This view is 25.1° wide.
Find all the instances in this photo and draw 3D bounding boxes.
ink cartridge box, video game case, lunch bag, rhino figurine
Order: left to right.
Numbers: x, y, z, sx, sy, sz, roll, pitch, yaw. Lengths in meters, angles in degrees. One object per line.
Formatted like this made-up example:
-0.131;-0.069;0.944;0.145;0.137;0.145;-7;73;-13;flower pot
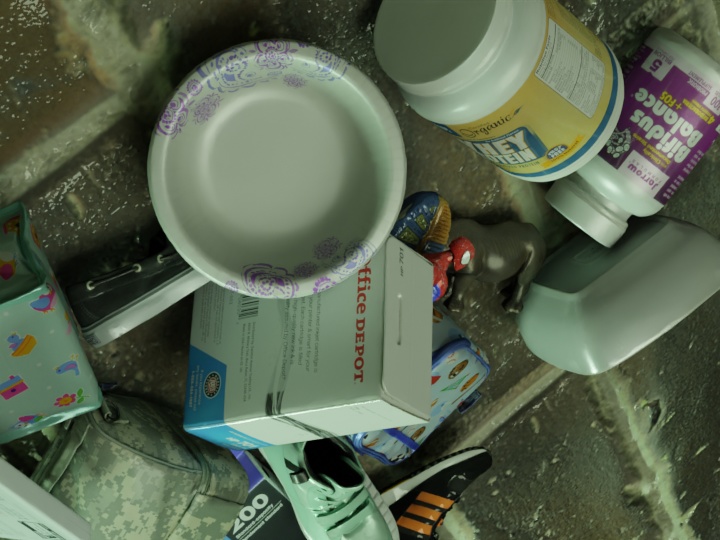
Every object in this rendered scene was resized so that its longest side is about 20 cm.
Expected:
-0.330;0.171;1.265;0.200;0.181;0.023;60;36;-61;video game case
-0.319;0.062;1.235;0.200;0.122;0.171;-21;142;-9;lunch bag
-0.219;0.208;1.416;0.168;0.139;0.200;21;107;-47;lunch bag
-0.155;0.274;1.596;0.198;0.043;0.200;-42;138;-2;ink cartridge box
-0.043;0.063;1.361;0.200;0.147;0.086;-11;154;29;ink cartridge box
0.045;0.117;1.566;0.160;0.076;0.200;-45;160;-1;lunch bag
0.098;-0.009;1.552;0.200;0.060;0.088;1;114;-36;rhino figurine

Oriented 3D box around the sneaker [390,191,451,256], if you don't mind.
0.000;0.000;1.460;0.075;0.088;0.200;25;107;-42;sneaker

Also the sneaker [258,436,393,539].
-0.018;0.224;1.543;0.074;0.118;0.201;-41;109;-17;sneaker

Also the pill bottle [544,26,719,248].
0.270;-0.124;1.555;0.112;0.112;0.200;26;104;-47;pill bottle

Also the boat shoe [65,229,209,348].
-0.155;-0.009;1.347;0.200;0.069;0.057;-35;100;-29;boat shoe

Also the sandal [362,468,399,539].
-0.016;0.242;1.638;0.082;0.050;0.203;-25;105;-19;sandal

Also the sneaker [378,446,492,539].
0.062;0.261;1.706;0.200;0.090;0.070;-27;174;-13;sneaker

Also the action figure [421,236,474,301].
0.030;0.049;1.412;0.052;0.065;0.200;38;98;-5;action figure

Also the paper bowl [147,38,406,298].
-0.066;-0.081;1.287;0.200;0.104;0.201;0;94;-4;paper bowl

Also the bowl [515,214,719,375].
0.249;0.009;1.608;0.200;0.200;0.075;-37;106;-9;bowl

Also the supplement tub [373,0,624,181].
0.118;-0.173;1.370;0.200;0.145;0.145;28;104;-47;supplement tub
